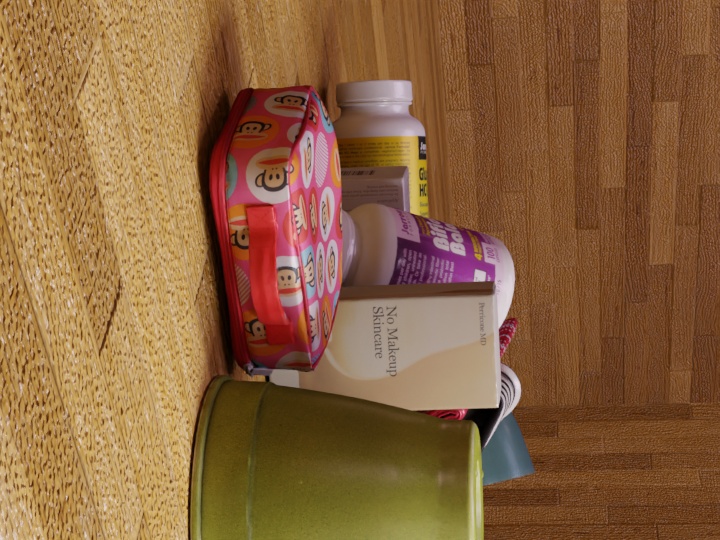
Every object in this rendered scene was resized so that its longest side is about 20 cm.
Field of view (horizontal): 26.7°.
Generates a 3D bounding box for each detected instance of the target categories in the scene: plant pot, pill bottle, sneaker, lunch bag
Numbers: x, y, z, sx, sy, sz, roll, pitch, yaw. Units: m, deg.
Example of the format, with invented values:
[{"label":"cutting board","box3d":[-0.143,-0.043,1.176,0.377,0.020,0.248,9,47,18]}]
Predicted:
[{"label":"plant pot","box3d":[-0.007,0.174,1.100,0.200,0.191,0.202,-2,90,-83]},{"label":"pill bottle","box3d":[0.018,-0.107,1.675,0.112,0.112,0.202,-29,118,-82]},{"label":"sneaker","box3d":[0.062,0.165,1.451,0.076,0.200,0.115,49,17,3]},{"label":"lunch bag","box3d":[-0.062,-0.024,1.151,0.177,0.081,0.201,-79,166,-58]},{"label":"pill bottle","box3d":[0.036,0.000,1.427,0.112,0.199,0.113,-36,-133,51]},{"label":"plant pot","box3d":[0.210,0.321,2.831,0.201,0.199,0.162,38,38,-81]}]

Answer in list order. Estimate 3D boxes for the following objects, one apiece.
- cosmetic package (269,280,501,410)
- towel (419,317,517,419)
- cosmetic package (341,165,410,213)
[{"label":"cosmetic package","box3d":[0.021,0.067,1.315,0.071,0.198,0.106,-53,139,-79]},{"label":"towel","box3d":[0.068,0.116,1.443,0.023,0.144,0.200,55,30,-8]},{"label":"cosmetic package","box3d":[0.000,0.000,1.538,0.085,0.107,0.201,-67,156,-76]}]
